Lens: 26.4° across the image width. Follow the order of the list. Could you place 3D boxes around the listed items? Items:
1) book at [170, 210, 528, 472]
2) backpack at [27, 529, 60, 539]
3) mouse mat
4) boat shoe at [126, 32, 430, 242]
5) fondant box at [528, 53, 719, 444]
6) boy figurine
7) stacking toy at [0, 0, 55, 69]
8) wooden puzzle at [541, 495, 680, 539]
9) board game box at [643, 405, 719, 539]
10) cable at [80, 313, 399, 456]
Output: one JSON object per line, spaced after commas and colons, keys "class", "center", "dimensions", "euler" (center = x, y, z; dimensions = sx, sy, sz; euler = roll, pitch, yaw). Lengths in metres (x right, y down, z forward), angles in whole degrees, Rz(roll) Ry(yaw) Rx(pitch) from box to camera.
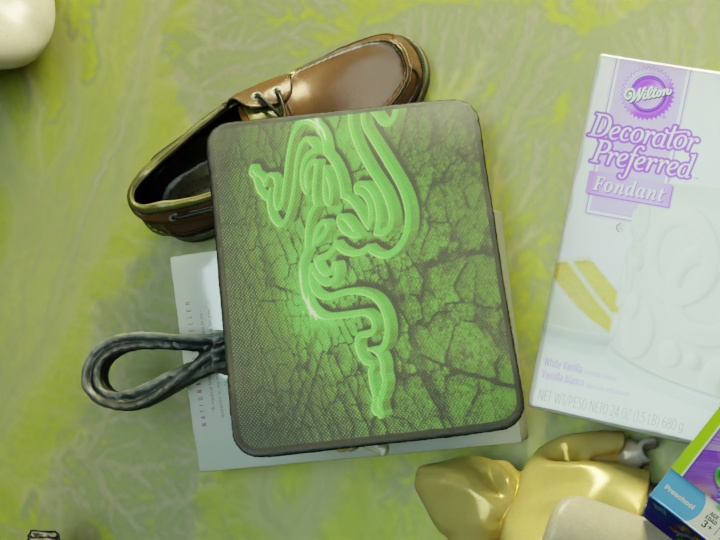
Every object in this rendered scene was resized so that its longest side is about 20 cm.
{"class": "book", "center": [-0.006, 0.045, 0.913], "dimensions": [0.198, 0.048, 0.135], "euler": [-8, 86, 16]}
{"class": "backpack", "center": [-0.188, 0.286, 0.881], "dimensions": [0.200, 0.183, 0.147], "euler": [38, 120, 14]}
{"class": "mouse mat", "center": [0.000, 0.000, 0.855], "dimensions": [0.160, 0.008, 0.201], "euler": [-6, 68, -3]}
{"class": "boat shoe", "center": [-0.049, -0.078, 0.921], "dimensions": [0.199, 0.068, 0.072], "euler": [-34, 74, 12]}
{"class": "fondant box", "center": [0.184, -0.007, 0.843], "dimensions": [0.143, 0.058, 0.202], "euler": [11, 87, 19]}
{"class": "boy figurine", "center": [0.123, 0.146, 0.840], "dimensions": [0.198, 0.065, 0.125], "euler": [5, 62, 20]}
{"class": "stacking toy", "center": [-0.309, -0.150, 1.005], "dimensions": [0.200, 0.146, 0.147], "euler": [-35, 74, 32]}
{"class": "wooden puzzle", "center": [0.152, 0.235, 0.761], "dimensions": [0.184, 0.046, 0.201], "euler": [19, 95, -1]}
{"class": "board game box", "center": [0.256, 0.123, 0.729], "dimensions": [0.200, 0.045, 0.135], "euler": [37, 76, 19]}
{"class": "cable", "center": [-0.070, 0.047, 0.880], "dimensions": [0.198, 0.050, 0.098], "euler": [6, 90, 13]}
